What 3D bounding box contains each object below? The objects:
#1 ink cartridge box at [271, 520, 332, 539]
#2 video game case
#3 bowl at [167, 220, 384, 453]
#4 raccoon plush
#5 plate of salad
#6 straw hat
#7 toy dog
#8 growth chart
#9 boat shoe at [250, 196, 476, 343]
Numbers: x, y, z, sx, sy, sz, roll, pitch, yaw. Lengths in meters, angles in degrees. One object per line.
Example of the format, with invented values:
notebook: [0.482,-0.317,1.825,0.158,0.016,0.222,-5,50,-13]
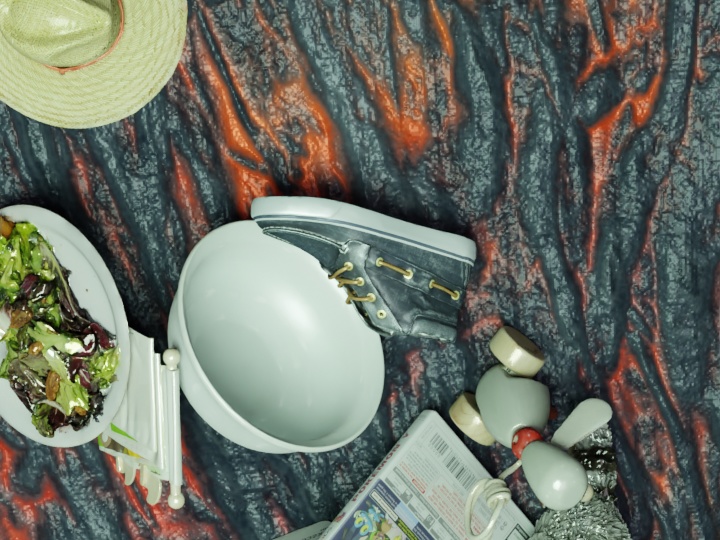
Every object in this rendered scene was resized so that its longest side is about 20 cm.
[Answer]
ink cartridge box: [-0.053,0.347,1.275,0.143,0.084,0.202,-20,104,2]
video game case: [0.065,0.256,1.244,0.183,0.023,0.200,-48,109,-21]
bowl: [-0.084,0.069,1.174,0.201,0.202,0.090,43,133,-12]
raccoon plush: [0.154,0.224,1.245,0.132,0.097,0.203,-3,72,-19]
plate of salad: [-0.267,0.049,1.162,0.198,0.048,0.203,9,106,32]
straw hat: [-0.237,-0.200,1.127,0.198,0.085,0.204,-1,103,-3]
toy dog: [0.150,0.140,1.199,0.096,0.202,0.132,25,128,-26]
growth chart: [-0.194,0.099,1.166,0.018,0.199,0.147,-9,113,-35]
boat shoe: [0.000,0.000,1.177,0.198,0.071,0.092,13,82,-17]
